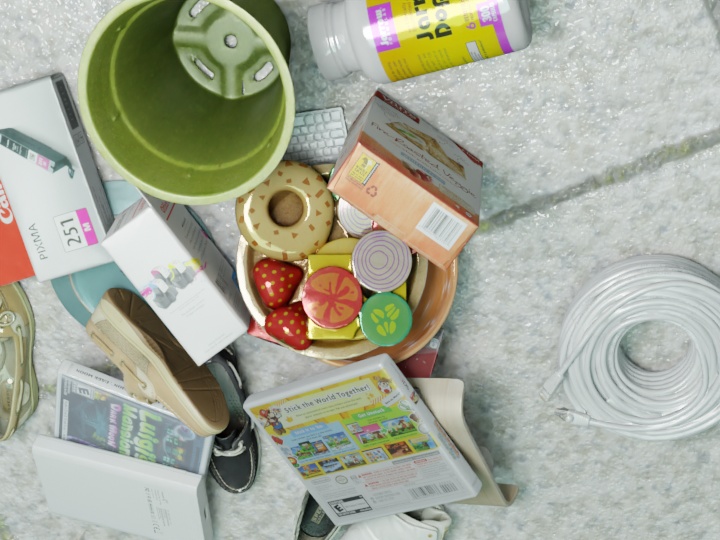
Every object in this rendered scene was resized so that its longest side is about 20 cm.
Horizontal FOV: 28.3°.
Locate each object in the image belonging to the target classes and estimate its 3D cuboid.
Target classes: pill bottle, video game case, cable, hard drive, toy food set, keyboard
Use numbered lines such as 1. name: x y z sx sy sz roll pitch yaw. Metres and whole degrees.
1. pill bottle: 0.054 -0.236 1.335 0.198 0.104 0.105 -13 113 15
2. video game case: -0.255 0.195 1.591 0.180 0.023 0.201 20 138 3
3. cable: 0.302 0.083 1.465 0.198 0.069 0.201 20 116 -1
4. video game case: 0.000 0.180 1.475 0.199 0.023 0.183 -19 116 39
5. hard drive: -0.269 0.255 1.624 0.198 0.026 0.133 12 138 13
6. toy food set: 0.075 0.180 1.514 0.142 0.061 0.201 -1 138 28
7. keyboard: -0.109 -0.127 1.466 0.198 0.011 0.057 -7 114 12
8. toy food set: -0.026 -0.013 1.412 0.196 0.049 0.202 -1 87 0

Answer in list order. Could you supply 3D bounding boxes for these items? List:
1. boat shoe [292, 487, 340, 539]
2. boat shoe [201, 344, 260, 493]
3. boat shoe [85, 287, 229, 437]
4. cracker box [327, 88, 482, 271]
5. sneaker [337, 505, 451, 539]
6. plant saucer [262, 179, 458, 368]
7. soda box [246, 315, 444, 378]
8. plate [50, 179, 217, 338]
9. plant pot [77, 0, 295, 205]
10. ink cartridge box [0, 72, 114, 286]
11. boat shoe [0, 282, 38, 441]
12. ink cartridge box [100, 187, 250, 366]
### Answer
1. boat shoe: -0.022 0.236 1.592 0.070 0.064 0.201 22 117 -2
2. boat shoe: -0.150 0.168 1.579 0.073 0.060 0.202 -7 115 -6
3. boat shoe: -0.214 0.107 1.501 0.200 0.071 0.065 47 111 22
4. cracker box: 0.047 -0.091 1.350 0.133 0.200 0.058 34 110 -8
5. sneaker: 0.082 0.332 1.616 0.199 0.074 0.116 35 119 -6
6. plant saucer: 0.000 0.000 1.453 0.198 0.037 0.203 0 87 1
7. soda box: -0.015 0.065 1.499 0.198 0.063 0.071 18 87 2
8. plate: -0.248 0.000 1.541 0.198 0.026 0.202 4 116 8
9. plant pot: -0.140 -0.189 1.341 0.198 0.190 0.202 4 115 8
10. ink cartridge box: -0.359 -0.085 1.488 0.172 0.044 0.202 -15 103 11
11. boat shoe: -0.404 0.090 1.587 0.072 0.063 0.203 3 116 8
12. ink cartridge box: -0.195 -0.015 1.449 0.068 0.115 0.201 -35 103 8
